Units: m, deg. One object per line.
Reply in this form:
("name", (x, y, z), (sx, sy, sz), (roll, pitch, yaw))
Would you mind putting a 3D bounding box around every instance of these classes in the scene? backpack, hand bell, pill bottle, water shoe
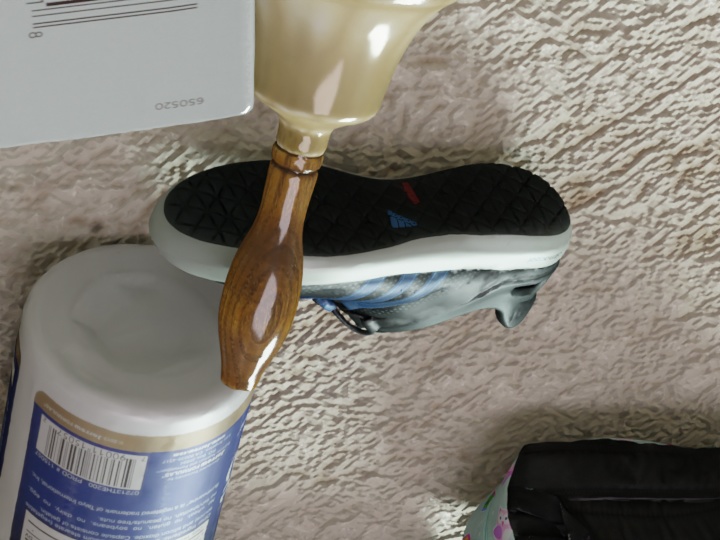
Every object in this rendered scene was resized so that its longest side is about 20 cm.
("backpack", (0.154, 0.166, 1.273), (0.200, 0.167, 0.127), (8, 138, -18))
("hand bell", (-0.028, -0.040, 0.971), (0.104, 0.104, 0.200), (5, 114, -24))
("pill bottle", (-0.117, 0.093, 1.125), (0.111, 0.111, 0.200), (-1, 136, -18))
("water shoe", (0.000, 0.000, 1.081), (0.200, 0.072, 0.079), (0, 132, -19))

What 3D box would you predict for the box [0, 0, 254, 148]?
("box", (-0.144, -0.155, 0.832), (0.200, 0.131, 0.199), (-8, 138, -10))
